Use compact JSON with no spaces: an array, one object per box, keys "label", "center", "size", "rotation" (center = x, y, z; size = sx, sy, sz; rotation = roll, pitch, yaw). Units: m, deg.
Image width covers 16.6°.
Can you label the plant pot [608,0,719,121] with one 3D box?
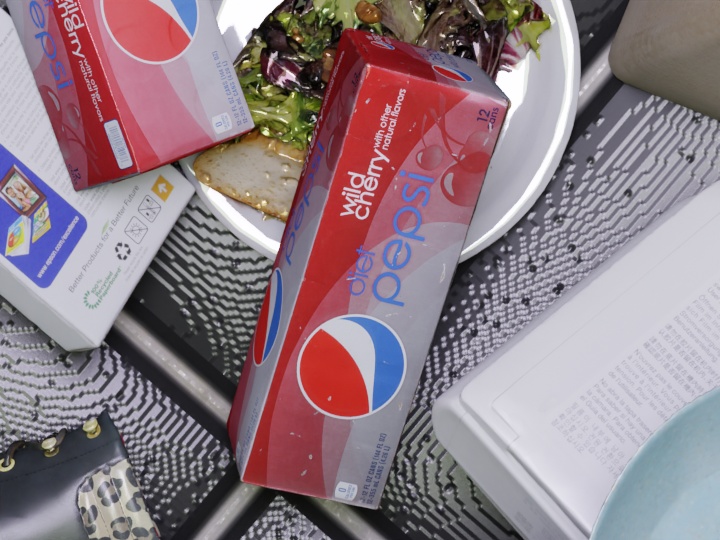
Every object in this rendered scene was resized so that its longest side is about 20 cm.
[{"label":"plant pot","center":[0.239,-0.145,1.075],"size":[0.199,0.177,0.201],"rotation":[23,93,2]}]

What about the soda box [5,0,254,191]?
[{"label":"soda box","center":[-0.119,-0.142,1.094],"size":[0.070,0.063,0.201],"rotation":[-24,98,-34]}]

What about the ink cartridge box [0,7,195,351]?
[{"label":"ink cartridge box","center":[-0.170,-0.061,1.105],"size":[0.200,0.037,0.095],"rotation":[44,61,-26]}]

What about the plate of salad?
[{"label":"plate of salad","center":[0.004,-0.094,1.148],"size":[0.198,0.048,0.202],"rotation":[0,92,2]}]

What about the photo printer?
[{"label":"photo printer","center":[0.156,0.063,1.104],"size":[0.200,0.070,0.166],"rotation":[-38,76,-21]}]

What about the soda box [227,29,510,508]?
[{"label":"soda box","center":[0.000,0.000,1.110],"size":[0.069,0.063,0.201],"rotation":[13,107,-14]}]

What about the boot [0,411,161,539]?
[{"label":"boot","center":[-0.188,0.090,1.153],"size":[0.153,0.073,0.205],"rotation":[-24,87,-4]}]

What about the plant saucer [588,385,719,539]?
[{"label":"plant saucer","center":[0.169,0.138,0.983],"size":[0.199,0.039,0.203],"rotation":[0,91,-19]}]
